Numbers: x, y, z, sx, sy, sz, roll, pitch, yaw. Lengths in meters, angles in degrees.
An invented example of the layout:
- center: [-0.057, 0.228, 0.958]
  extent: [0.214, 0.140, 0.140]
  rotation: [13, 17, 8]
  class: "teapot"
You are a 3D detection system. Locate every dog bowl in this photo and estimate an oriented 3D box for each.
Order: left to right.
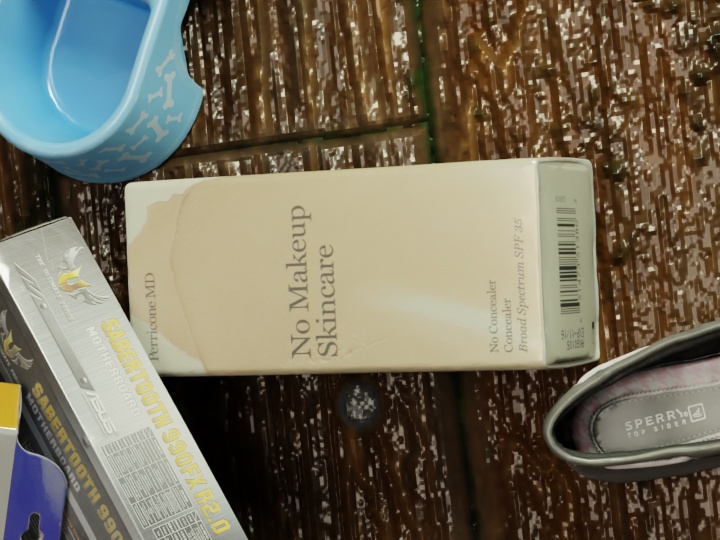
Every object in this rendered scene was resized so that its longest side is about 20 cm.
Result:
- center: [-0.120, -0.139, 1.147]
  extent: [0.111, 0.050, 0.200]
  rotation: [22, 99, 22]
  class: "dog bowl"

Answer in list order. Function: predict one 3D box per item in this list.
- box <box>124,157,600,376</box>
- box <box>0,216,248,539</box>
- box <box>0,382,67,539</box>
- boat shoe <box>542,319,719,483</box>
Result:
- center: [0.000, 0.000, 1.079]
  extent: [0.200, 0.078, 0.095]
  rotation: [-4, 90, 24]
  class: "box"
- center: [-0.132, 0.098, 1.111]
  extent: [0.200, 0.048, 0.158]
  rotation: [60, 144, 12]
  class: "box"
- center: [-0.233, 0.100, 1.068]
  extent: [0.200, 0.041, 0.119]
  rotation: [6, 122, -11]
  class: "box"
- center: [0.171, 0.048, 1.016]
  extent: [0.200, 0.057, 0.067]
  rotation: [-19, 82, 22]
  class: "boat shoe"
